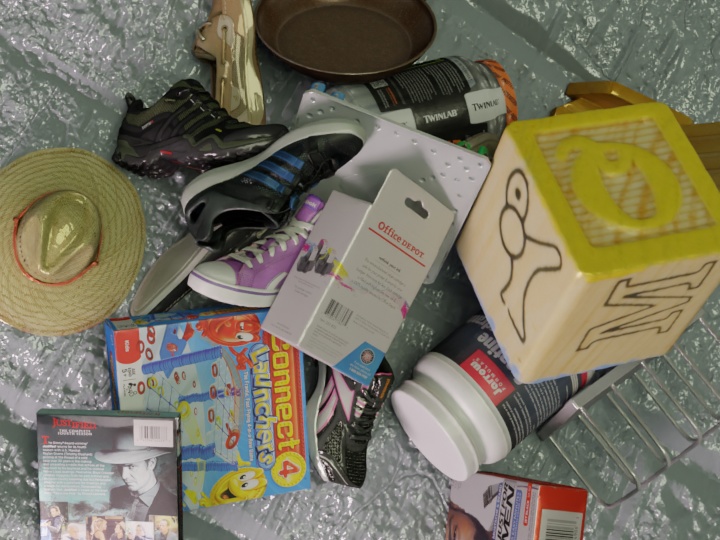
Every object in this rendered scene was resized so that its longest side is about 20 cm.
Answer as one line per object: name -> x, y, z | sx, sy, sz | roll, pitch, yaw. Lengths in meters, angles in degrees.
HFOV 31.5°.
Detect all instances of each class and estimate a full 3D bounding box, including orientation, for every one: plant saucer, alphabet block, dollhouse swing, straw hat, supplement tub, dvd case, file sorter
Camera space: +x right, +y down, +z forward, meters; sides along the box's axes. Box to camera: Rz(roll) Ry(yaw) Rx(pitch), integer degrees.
plant saucer -> -0.017, -0.258, 1.388 | 0.199, 0.037, 0.201 | 2, 43, -2
alphabet block -> 0.236, -0.028, 1.301 | 0.195, 0.200, 0.196 | -11, 59, -21
dollhouse swing -> 0.320, -0.112, 1.471 | 0.181, 0.176, 0.201 | 22, 79, -17
straw hat -> -0.304, -0.035, 1.288 | 0.200, 0.085, 0.203 | 2, 85, -20
supplement tub -> 0.147, 0.121, 1.407 | 0.200, 0.140, 0.141 | -38, 98, -19
dvd case -> -0.247, 0.238, 1.267 | 0.145, 0.022, 0.202 | 1, 101, 5
supplement tub -> 0.066, -0.167, 1.412 | 0.199, 0.122, 0.123 | -17, 91, -19
file sorter -> 0.329, 0.161, 1.451 | 0.199, 0.139, 0.125 | -32, 75, -19

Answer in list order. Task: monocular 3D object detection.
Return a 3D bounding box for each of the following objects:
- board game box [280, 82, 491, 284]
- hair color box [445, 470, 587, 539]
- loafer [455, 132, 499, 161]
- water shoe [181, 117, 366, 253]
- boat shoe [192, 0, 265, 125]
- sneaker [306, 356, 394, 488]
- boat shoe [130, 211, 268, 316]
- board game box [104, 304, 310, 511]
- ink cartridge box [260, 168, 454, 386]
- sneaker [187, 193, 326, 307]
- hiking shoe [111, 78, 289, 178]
board game box -> 0.015, -0.088, 1.336 | 0.199, 0.201, 0.026 | 21, 47, -2
hair color box -> 0.161, 0.277, 1.367 | 0.063, 0.200, 0.112 | 9, 82, -19
loafer -> 0.137, -0.093, 1.395 | 0.075, 0.200, 0.069 | -27, 72, 13
water shoe -> -0.078, -0.079, 1.261 | 0.199, 0.072, 0.079 | -24, 61, 8
boat shoe -> -0.147, -0.243, 1.369 | 0.064, 0.071, 0.202 | -8, 88, -12
sneaker -> -0.006, 0.133, 1.365 | 0.080, 0.086, 0.202 | 1, 85, -54
boat shoe -> -0.159, -0.017, 1.342 | 0.200, 0.074, 0.060 | -50, 122, -5
board game box -> -0.156, 0.141, 1.320 | 0.194, 0.056, 0.202 | -7, 101, -20
ink cartridge box -> 0.000, 0.000, 1.297 | 0.115, 0.068, 0.201 | 33, 83, -42
sneaker -> -0.085, -0.025, 1.308 | 0.200, 0.072, 0.115 | -2, 108, -42
hiking shoe -> -0.165, -0.152, 1.313 | 0.198, 0.076, 0.102 | -1, 79, 18
